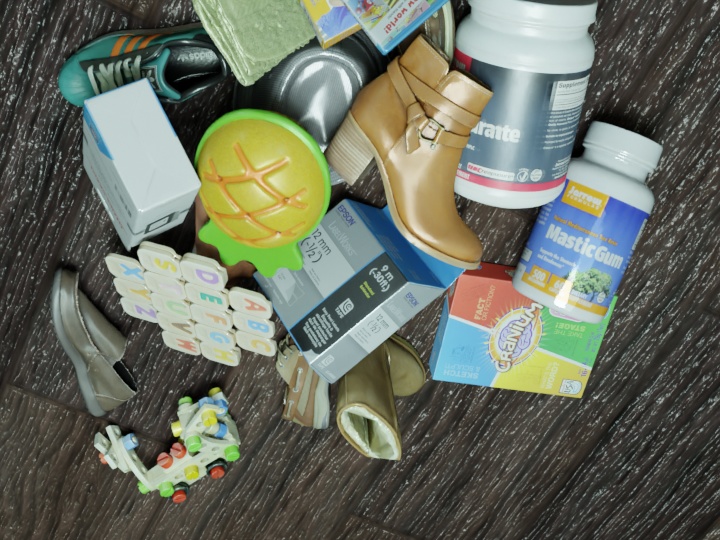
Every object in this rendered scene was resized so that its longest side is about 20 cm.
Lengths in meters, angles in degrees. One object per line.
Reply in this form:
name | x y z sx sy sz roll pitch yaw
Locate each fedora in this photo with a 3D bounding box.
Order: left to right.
fedora | -0.047 -0.162 0.897 0.175 0.091 0.202 21 115 -13

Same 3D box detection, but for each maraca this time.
maraca | -0.099 -0.071 0.844 0.135 0.108 0.201 19 134 2

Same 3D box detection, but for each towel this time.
towel | -0.074 -0.284 0.810 0.199 0.036 0.150 -40 118 -23

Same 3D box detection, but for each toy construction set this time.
toy construction set | -0.236 0.226 1.096 0.198 0.093 0.131 -21 142 17

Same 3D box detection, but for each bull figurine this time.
bull figurine | -0.141 -0.032 0.964 0.120 0.066 0.202 -7 139 -20

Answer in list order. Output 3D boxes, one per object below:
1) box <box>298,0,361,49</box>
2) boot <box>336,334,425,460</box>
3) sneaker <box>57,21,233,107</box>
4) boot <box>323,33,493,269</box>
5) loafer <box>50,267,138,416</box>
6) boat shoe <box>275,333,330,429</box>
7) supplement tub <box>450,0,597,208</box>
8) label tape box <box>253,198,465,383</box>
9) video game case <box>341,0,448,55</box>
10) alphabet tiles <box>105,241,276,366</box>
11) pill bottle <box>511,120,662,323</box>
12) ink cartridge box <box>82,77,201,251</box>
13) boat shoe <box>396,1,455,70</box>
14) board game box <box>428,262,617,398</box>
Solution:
box | 0.026 -0.299 0.765 0.198 0.041 0.120 -29 97 2
boot | 0.025 0.145 1.001 0.066 0.201 0.175 -37 119 17
sneaker | -0.217 -0.204 0.871 0.197 0.080 0.072 -13 119 5
boot | 0.078 -0.109 0.826 0.199 0.074 0.155 39 110 -8
loafer | -0.316 0.080 1.033 0.070 0.073 0.202 -14 124 -7
boat shoe | -0.070 0.110 1.054 0.071 0.076 0.203 2 117 -2
supplement tub | 0.156 -0.178 0.871 0.138 0.141 0.203 4 118 -5
label tape box | 0.000 0.000 0.931 0.199 0.144 0.066 -40 143 4
video game case | 0.012 -0.310 0.736 0.143 0.018 0.201 -39 96 0
alphabet tiles | -0.188 0.042 0.963 0.193 0.015 0.201 15 145 9
pill bottle | 0.252 -0.054 0.945 0.111 0.112 0.203 19 100 -13
ink cartridge box | -0.228 -0.099 0.879 0.066 0.200 0.117 -27 90 -20
boat shoe | 0.034 -0.277 0.826 0.074 0.074 0.205 -20 103 -36
board game box | 0.197 0.074 1.065 0.197 0.040 0.155 7 118 -7
